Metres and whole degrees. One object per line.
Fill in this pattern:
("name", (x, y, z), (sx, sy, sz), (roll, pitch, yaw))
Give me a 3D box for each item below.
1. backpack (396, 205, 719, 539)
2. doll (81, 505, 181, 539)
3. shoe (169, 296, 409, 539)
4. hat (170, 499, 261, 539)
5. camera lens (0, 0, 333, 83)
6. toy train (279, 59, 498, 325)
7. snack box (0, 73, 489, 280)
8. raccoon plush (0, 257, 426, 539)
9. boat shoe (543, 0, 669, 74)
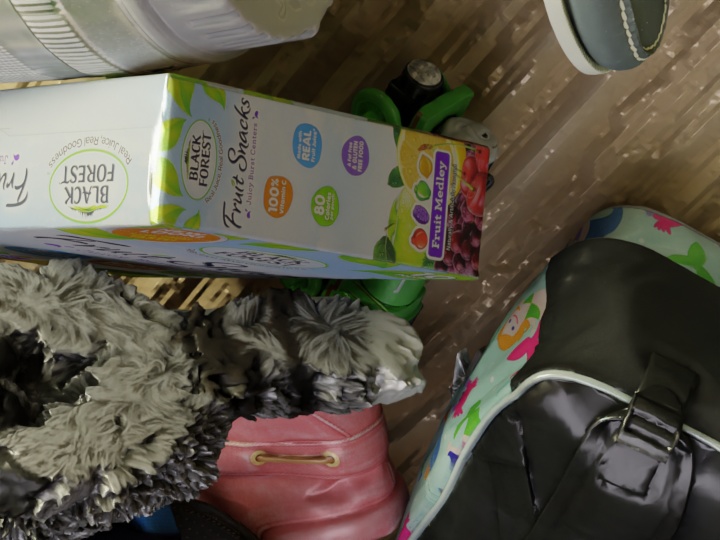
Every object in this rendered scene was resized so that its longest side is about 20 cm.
("backpack", (0.108, 0.088, 0.865), (0.177, 0.151, 0.200), (26, 131, -3))
("doll", (-0.123, 0.101, 0.878), (0.200, 0.137, 0.048), (21, 178, 25))
("shoe", (-0.074, 0.065, 0.925), (0.200, 0.071, 0.091), (-4, 115, 34))
("hat", (-0.091, 0.172, 0.935), (0.201, 0.081, 0.201), (20, 139, 18))
("camera lens", (-0.118, -0.140, 0.751), (0.200, 0.160, 0.160), (-1, 129, 24))
("toy train", (0.000, 0.000, 0.901), (0.056, 0.042, 0.200), (44, 137, 15))
("snack box", (-0.075, -0.028, 0.817), (0.142, 0.053, 0.200), (8, 175, -43))
("raccoon plush", (-0.086, 0.075, 0.825), (0.200, 0.097, 0.134), (8, 142, -17))
("boat shoe", (0.093, -0.144, 0.721), (0.062, 0.073, 0.200), (11, 128, 19))
